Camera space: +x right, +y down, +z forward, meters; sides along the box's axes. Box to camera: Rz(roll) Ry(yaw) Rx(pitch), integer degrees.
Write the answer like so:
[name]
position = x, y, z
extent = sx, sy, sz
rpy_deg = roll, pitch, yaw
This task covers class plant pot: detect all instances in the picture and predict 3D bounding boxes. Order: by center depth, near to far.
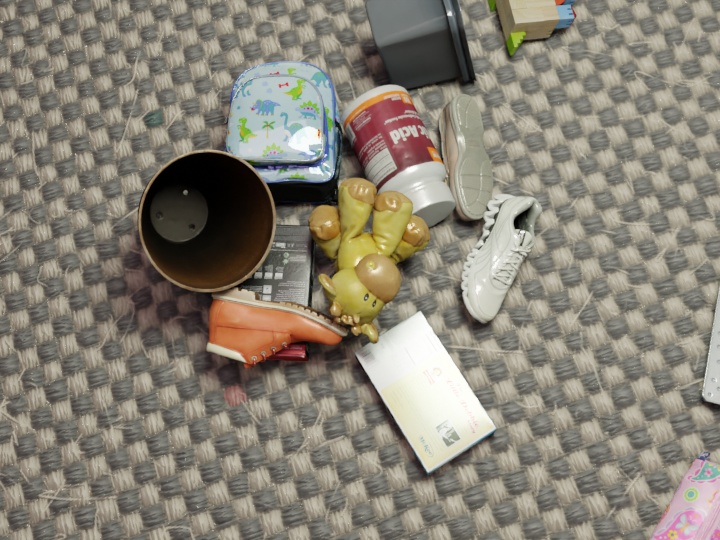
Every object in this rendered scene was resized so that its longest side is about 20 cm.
[plant pot]
position = -0.238, -0.076, 1.259
extent = 0.185, 0.200, 0.189
rpy_deg = -3, 98, -23

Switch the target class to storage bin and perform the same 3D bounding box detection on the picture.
[storage bin]
position = 0.089, -0.367, 1.350
extent = 0.133, 0.200, 0.147
rpy_deg = -15, 72, 8

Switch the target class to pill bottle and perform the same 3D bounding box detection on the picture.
[pill bottle]
position = 0.058, -0.164, 1.322
extent = 0.113, 0.114, 0.201
rpy_deg = -23, 73, -4

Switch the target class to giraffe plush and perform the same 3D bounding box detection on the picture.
[giraffe plush]
position = 0.000, 0.000, 1.213
extent = 0.171, 0.201, 0.163
rpy_deg = 22, 33, -13

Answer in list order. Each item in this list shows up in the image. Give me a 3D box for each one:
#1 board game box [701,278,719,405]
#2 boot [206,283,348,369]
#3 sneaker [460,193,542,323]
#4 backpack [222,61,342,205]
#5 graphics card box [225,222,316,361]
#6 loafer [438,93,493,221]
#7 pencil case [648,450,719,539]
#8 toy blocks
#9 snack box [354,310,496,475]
[board game box]
position = 0.595, 0.114, 1.253
extent = 0.198, 0.026, 0.202
rpy_deg = 14, 74, 8
[boot]
position = -0.118, 0.091, 1.231
extent = 0.198, 0.075, 0.108
rpy_deg = 12, 85, 8
[sneaker]
position = 0.205, -0.021, 1.278
extent = 0.075, 0.081, 0.202
rpy_deg = 28, 74, -34
[backpack]
position = -0.116, -0.216, 1.332
extent = 0.181, 0.147, 0.202
rpy_deg = 0, 70, 1
[graphics card box]
position = -0.133, 0.032, 1.305
extent = 0.124, 0.051, 0.202
rpy_deg = 1, 74, 4
[loafer]
position = 0.156, -0.167, 1.354
extent = 0.071, 0.063, 0.202
rpy_deg = 6, 73, -30
[pencil case]
position = 0.437, 0.345, 1.160
extent = 0.087, 0.088, 0.201
rpy_deg = 32, 78, 12
[toy blocks]
position = 0.286, -0.452, 1.420
extent = 0.135, 0.100, 0.202
rpy_deg = -8, 72, -11
[snack box]
position = 0.090, 0.172, 1.256
extent = 0.116, 0.037, 0.201
rpy_deg = -31, 74, -6
